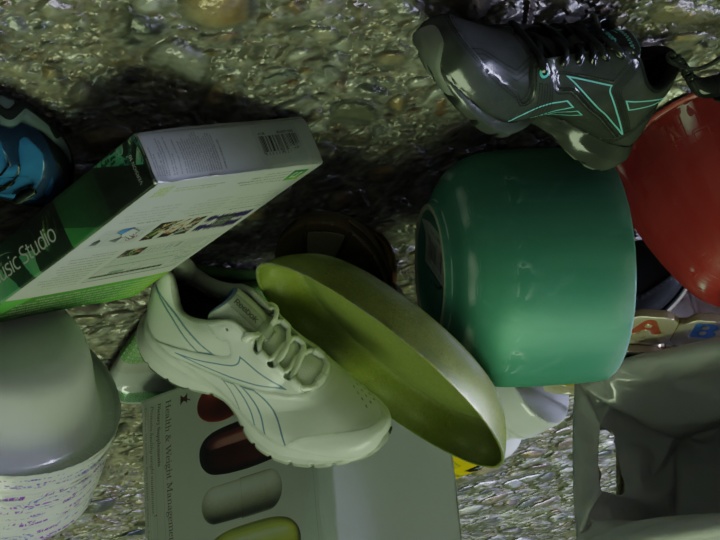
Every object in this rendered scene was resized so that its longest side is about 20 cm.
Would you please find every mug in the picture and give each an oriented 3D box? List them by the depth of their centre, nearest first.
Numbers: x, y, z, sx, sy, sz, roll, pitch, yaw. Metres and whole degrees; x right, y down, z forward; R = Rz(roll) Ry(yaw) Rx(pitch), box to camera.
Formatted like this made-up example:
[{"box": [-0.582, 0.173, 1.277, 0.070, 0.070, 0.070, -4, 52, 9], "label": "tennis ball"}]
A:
[{"box": [0.096, 0.005, 1.000, 0.113, 0.153, 0.185, -3, 154, -11], "label": "mug"}]

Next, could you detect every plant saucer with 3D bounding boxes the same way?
[{"box": [0.019, 0.051, 0.979, 0.031, 0.199, 0.200, -50, 159, -15], "label": "plant saucer"}]

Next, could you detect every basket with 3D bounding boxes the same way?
[{"box": [0.262, 0.131, 1.070, 0.199, 0.137, 0.123, -18, 149, 40], "label": "basket"}]

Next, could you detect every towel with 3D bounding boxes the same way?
[{"box": [-0.100, 0.056, 1.171, 0.148, 0.031, 0.200, 3, 151, -28], "label": "towel"}]

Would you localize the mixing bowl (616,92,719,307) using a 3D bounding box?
[{"box": [0.275, -0.040, 1.030, 0.198, 0.109, 0.201, -9, 154, -4], "label": "mixing bowl"}]

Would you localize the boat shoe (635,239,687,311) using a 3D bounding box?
[{"box": [0.152, 0.021, 1.145, 0.200, 0.074, 0.063, -18, 143, 2], "label": "boat shoe"}]

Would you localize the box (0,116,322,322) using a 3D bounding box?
[{"box": [-0.137, -0.028, 0.925, 0.199, 0.037, 0.144, -33, 167, 37], "label": "box"}]

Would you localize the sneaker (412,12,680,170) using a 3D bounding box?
[{"box": [0.107, -0.118, 0.866, 0.199, 0.076, 0.079, 10, 135, -49], "label": "sneaker"}]

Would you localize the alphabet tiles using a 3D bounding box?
[{"box": [0.237, 0.077, 1.135, 0.198, 0.015, 0.196, 5, 154, 0], "label": "alphabet tiles"}]

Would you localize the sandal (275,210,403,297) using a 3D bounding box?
[{"box": [0.000, 0.000, 1.060, 0.081, 0.055, 0.200, 2, 158, 23], "label": "sandal"}]

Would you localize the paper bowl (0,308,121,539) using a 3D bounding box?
[{"box": [-0.250, 0.074, 0.969, 0.199, 0.201, 0.105, 7, 121, -32], "label": "paper bowl"}]

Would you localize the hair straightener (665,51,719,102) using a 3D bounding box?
[{"box": [0.272, -0.140, 0.888, 0.198, 0.041, 0.077, -9, 154, -11], "label": "hair straightener"}]

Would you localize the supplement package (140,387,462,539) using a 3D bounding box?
[{"box": [-0.047, 0.175, 1.161, 0.199, 0.193, 0.146, -22, 153, 36], "label": "supplement package"}]

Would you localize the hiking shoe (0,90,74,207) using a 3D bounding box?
[{"box": [-0.235, -0.057, 0.816, 0.074, 0.087, 0.199, -27, 150, 32], "label": "hiking shoe"}]

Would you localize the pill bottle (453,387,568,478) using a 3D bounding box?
[{"box": [0.064, 0.116, 1.261, 0.199, 0.115, 0.114, -27, 150, 32], "label": "pill bottle"}]

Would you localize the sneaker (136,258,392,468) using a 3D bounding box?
[{"box": [-0.067, 0.061, 1.023, 0.199, 0.075, 0.088, 27, 140, 15], "label": "sneaker"}]

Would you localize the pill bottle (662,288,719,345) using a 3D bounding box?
[{"box": [0.328, 0.028, 1.187, 0.198, 0.113, 0.113, -10, 155, 1], "label": "pill bottle"}]
